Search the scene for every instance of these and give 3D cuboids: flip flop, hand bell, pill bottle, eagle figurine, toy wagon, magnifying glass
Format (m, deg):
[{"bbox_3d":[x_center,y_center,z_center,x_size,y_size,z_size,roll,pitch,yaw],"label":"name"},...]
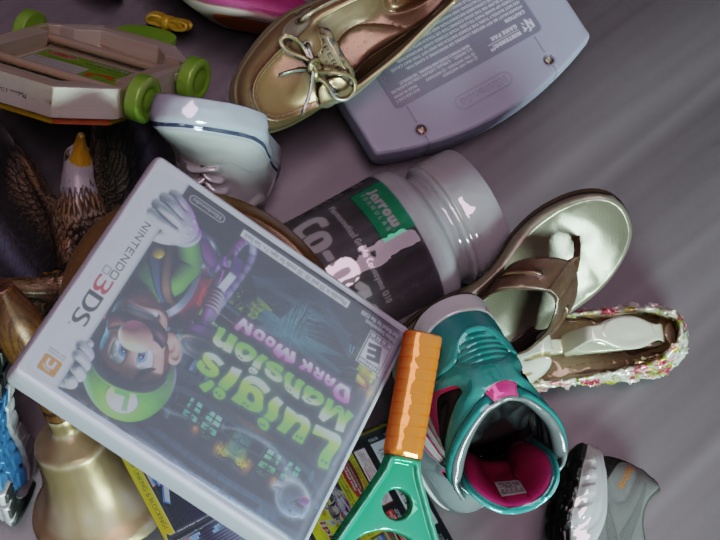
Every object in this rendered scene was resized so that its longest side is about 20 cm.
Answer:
[{"bbox_3d":[0.109,0.023,1.098,0.200,0.058,0.081,-35,116,-5],"label":"flip flop"},{"bbox_3d":[-0.198,0.085,1.037,0.104,0.200,0.104,-10,40,8],"label":"hand bell"},{"bbox_3d":[0.000,0.000,1.138,0.200,0.113,0.113,-29,81,-13],"label":"pill bottle"},{"bbox_3d":[-0.201,-0.040,1.125,0.152,0.200,0.151,28,107,-30],"label":"eagle figurine"},{"bbox_3d":[-0.185,-0.149,1.139,0.155,0.200,0.040,18,114,20],"label":"toy wagon"},{"bbox_3d":[0.023,0.137,0.986,0.079,0.022,0.200,13,76,-14],"label":"magnifying glass"}]

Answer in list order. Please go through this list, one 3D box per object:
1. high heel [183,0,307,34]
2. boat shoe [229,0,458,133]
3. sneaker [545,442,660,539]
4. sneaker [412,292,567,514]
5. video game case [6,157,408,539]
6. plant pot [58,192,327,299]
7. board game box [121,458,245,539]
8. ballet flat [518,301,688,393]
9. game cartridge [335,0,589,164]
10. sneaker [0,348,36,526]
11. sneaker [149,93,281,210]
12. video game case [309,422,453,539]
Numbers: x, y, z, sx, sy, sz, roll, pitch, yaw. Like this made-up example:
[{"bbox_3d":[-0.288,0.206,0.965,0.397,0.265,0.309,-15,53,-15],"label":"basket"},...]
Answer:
[{"bbox_3d":[-0.118,-0.240,1.207,0.200,0.067,0.096,14,85,12],"label":"high heel"},{"bbox_3d":[-0.008,-0.170,1.159,0.200,0.063,0.073,-41,112,-14],"label":"boat shoe"},{"bbox_3d":[0.165,0.225,1.123,0.079,0.074,0.200,17,74,-8],"label":"sneaker"},{"bbox_3d":[0.085,0.123,1.060,0.083,0.200,0.121,-17,45,-10],"label":"sneaker"},{"bbox_3d":[-0.085,0.051,0.970,0.200,0.023,0.182,35,54,-9],"label":"video game case"},{"bbox_3d":[-0.090,0.034,1.006,0.200,0.027,0.200,12,61,-23],"label":"plant pot"},{"bbox_3d":[-0.092,0.139,1.062,0.057,0.165,0.200,-31,81,8],"label":"board game box"},{"bbox_3d":[0.148,0.053,1.168,0.200,0.064,0.076,-10,76,-9],"label":"ballet flat"},{"bbox_3d":[0.069,-0.169,1.229,0.200,0.040,0.133,-29,78,-13],"label":"game cartridge"},{"bbox_3d":[-0.272,0.095,1.050,0.086,0.200,0.075,7,42,5],"label":"sneaker"},{"bbox_3d":[-0.096,-0.072,1.103,0.073,0.200,0.071,7,83,14],"label":"sneaker"},{"bbox_3d":[0.021,0.207,1.065,0.025,0.181,0.200,-33,80,23],"label":"video game case"}]
